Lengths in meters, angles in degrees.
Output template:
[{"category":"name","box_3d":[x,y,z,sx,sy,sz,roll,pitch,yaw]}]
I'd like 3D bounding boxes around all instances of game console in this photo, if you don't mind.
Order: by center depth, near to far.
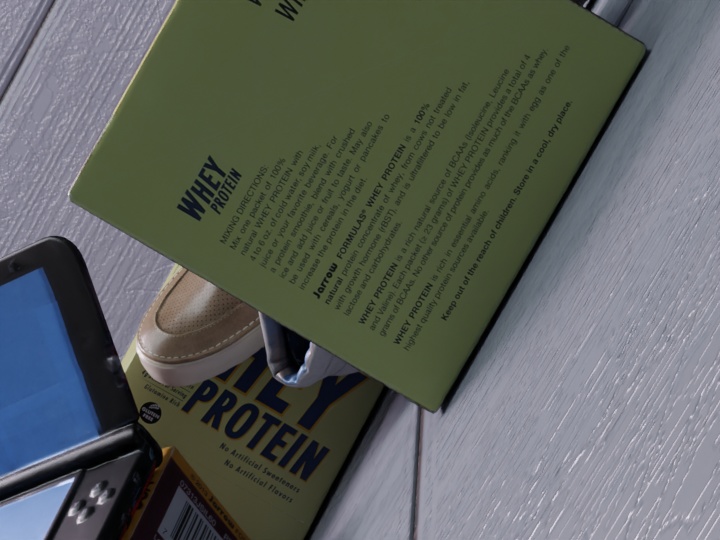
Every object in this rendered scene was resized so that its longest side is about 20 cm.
[{"category":"game console","box_3d":[-0.214,0.103,1.491,0.199,0.119,0.173,-23,26,32]}]

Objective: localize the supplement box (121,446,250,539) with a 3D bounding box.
[{"category":"supplement box","box_3d":[-0.154,0.184,1.546,0.199,0.111,0.086,-23,26,33]}]

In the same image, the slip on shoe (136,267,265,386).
[{"category":"slip on shoe","box_3d":[-0.046,-0.021,1.570,0.200,0.061,0.076,-38,44,-9]}]

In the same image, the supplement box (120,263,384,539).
[{"category":"supplement box","box_3d":[-0.078,0.081,1.700,0.201,0.134,0.200,-61,5,-14]}]

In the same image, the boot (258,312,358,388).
[{"category":"boot","box_3d":[-0.003,-0.031,1.499,0.095,0.073,0.201,-23,-53,-39]}]

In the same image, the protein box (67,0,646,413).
[{"category":"protein box","box_3d":[-0.003,-0.075,1.398,0.199,0.199,0.135,-60,4,5]}]

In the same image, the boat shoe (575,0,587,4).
[{"category":"boat shoe","box_3d":[0.097,-0.164,1.708,0.065,0.074,0.203,-82,14,-67]}]
